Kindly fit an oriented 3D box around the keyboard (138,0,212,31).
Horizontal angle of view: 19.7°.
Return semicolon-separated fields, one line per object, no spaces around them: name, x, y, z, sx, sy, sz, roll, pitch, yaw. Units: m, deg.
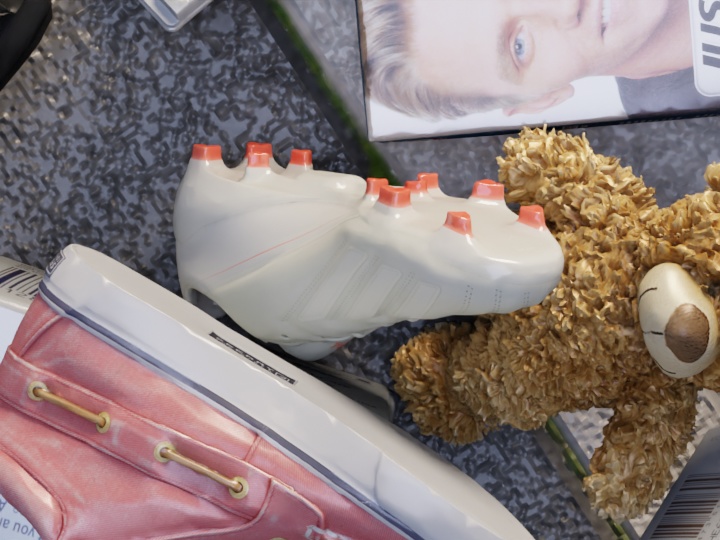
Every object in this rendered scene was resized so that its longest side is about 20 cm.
keyboard;-0.015;-0.173;0.787;0.200;0.011;0.056;-41;70;-8

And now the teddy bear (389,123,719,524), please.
teddy bear;0.080;0.017;0.774;0.200;0.067;0.145;18;100;43

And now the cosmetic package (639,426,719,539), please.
cosmetic package;0.190;0.157;0.777;0.200;0.074;0.102;42;69;-15

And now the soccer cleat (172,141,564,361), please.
soccer cleat;0.000;0.000;0.777;0.069;0.200;0.078;-5;103;-40

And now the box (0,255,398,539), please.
box;-0.101;0.118;0.815;0.183;0.105;0.201;19;95;1

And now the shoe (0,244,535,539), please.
shoe;-0.042;0.079;0.725;0.200;0.071;0.091;31;95;5

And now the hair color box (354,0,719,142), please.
hair color box;0.098;-0.106;0.805;0.199;0.061;0.100;-5;94;5

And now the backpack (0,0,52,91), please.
backpack;-0.219;-0.080;0.781;0.127;0.167;0.200;43;90;16
